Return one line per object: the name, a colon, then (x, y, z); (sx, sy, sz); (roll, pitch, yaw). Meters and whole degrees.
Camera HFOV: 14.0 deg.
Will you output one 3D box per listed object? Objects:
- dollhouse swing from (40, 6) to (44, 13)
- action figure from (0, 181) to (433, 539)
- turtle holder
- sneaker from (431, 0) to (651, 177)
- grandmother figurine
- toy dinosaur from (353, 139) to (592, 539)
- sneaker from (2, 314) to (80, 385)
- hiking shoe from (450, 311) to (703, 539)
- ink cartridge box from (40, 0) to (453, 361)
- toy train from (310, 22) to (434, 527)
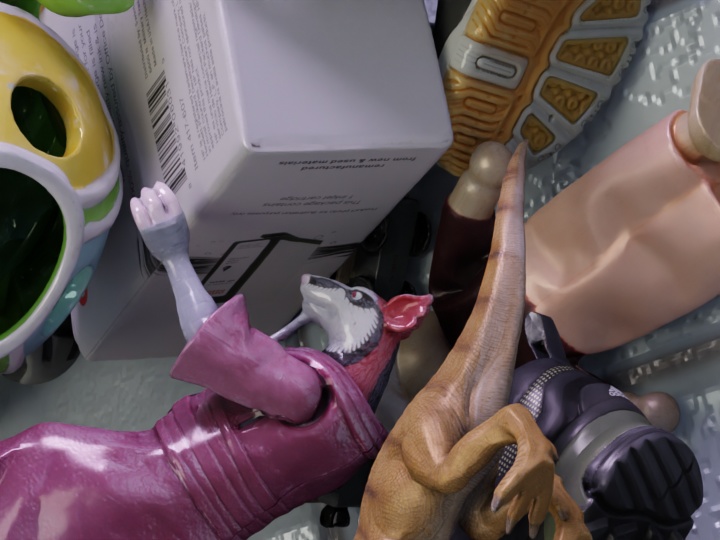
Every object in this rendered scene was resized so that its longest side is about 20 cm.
dollhouse swing: (-0.174, -0.029, 1.302); (0.182, 0.176, 0.200); (111, 149, -76)
action figure: (-0.054, 0.071, 1.024); (0.200, 0.134, 0.149); (-34, 52, 5)
turtle holder: (-0.140, -0.037, 1.067); (0.185, 0.141, 0.132); (-36, 29, -9)
sneaker: (0.062, -0.132, 1.071); (0.088, 0.076, 0.200); (25, 96, 48)
grandmother figurine: (0.072, 0.010, 1.052); (0.200, 0.061, 0.121); (-32, 84, 37)
toy dinosaur: (0.031, 0.054, 0.949); (0.106, 0.060, 0.200); (25, 91, 46)
sneaker: (-0.165, -0.045, 1.203); (0.079, 0.075, 0.200); (-21, 78, 24)
hiking shoe: (0.034, 0.115, 1.018); (0.200, 0.076, 0.101); (-53, 44, 14)
ink cartridge box: (-0.052, -0.069, 1.108); (0.200, 0.084, 0.146); (134, 129, -59)
toy train: (0.000, 0.000, 1.138); (0.046, 0.034, 0.200); (15, 97, 46)
